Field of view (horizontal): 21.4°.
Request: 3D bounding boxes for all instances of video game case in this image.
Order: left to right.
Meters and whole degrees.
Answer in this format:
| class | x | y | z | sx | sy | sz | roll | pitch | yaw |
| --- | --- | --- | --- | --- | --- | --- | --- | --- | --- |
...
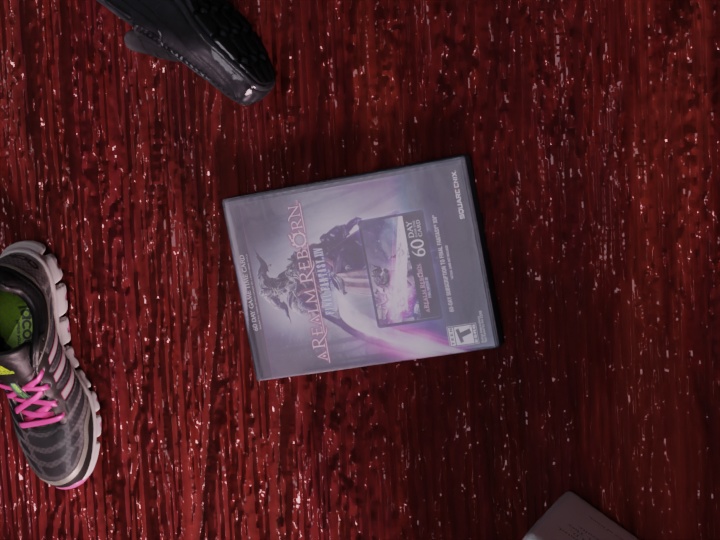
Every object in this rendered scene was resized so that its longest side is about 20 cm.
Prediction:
| class | x | y | z | sx | sy | sz | roll | pitch | yaw |
| --- | --- | --- | --- | --- | --- | --- | --- | --- | --- |
| video game case | 0.000 | 0.000 | 1.429 | 0.199 | 0.019 | 0.144 | -9 | 95 | 21 |

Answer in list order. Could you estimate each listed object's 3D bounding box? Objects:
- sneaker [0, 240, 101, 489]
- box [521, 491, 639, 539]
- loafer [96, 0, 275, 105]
| class | x | y | z | sx | sy | sz | roll | pitch | yaw |
| --- | --- | --- | --- | --- | --- | --- | --- | --- | --- |
| sneaker | -0.264 | 0.080 | 1.501 | 0.073 | 0.087 | 0.201 | -9 | 95 | 21 |
| box | 0.162 | 0.302 | 1.353 | 0.200 | 0.131 | 0.200 | 35 | 109 | 12 |
| loafer | -0.145 | -0.189 | 1.431 | 0.200 | 0.068 | 0.071 | 44 | 118 | 15 |
